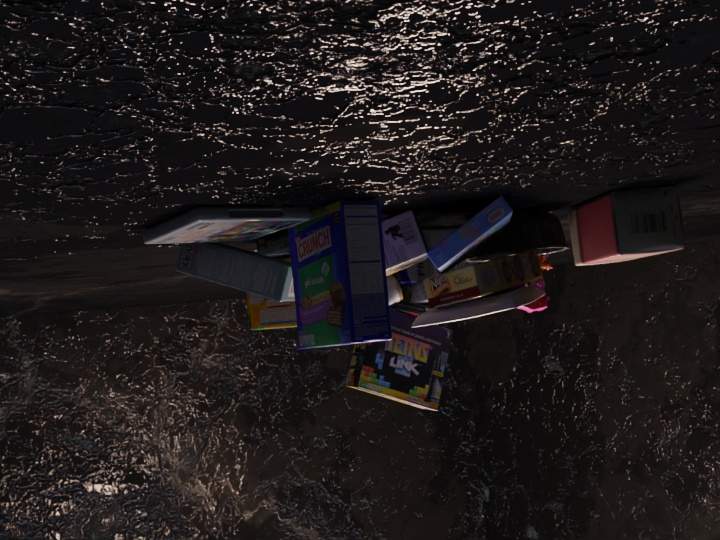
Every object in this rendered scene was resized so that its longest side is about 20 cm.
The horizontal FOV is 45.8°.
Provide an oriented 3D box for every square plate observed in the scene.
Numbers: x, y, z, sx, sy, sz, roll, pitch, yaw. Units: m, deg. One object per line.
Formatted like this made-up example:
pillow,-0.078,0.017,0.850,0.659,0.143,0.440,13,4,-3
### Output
square plate,0.210,0.060,1.507,0.195,0.029,0.199,-14,179,27

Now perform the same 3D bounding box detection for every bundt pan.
bundt pan,0.290,-0.066,1.609,0.197,0.077,0.202,-6,177,0

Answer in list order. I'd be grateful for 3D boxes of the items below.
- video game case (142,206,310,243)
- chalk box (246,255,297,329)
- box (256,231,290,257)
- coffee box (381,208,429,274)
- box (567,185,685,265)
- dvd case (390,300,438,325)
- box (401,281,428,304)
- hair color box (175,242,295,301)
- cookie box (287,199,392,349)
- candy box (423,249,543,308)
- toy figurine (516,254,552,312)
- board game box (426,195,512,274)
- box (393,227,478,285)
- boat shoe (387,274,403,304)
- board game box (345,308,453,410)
video game case,-0.199,-0.066,1.249,0.180,0.023,0.199,-3,174,-36
chalk box,-0.121,0.043,1.587,0.122,0.127,0.200,-7,176,16
box,-0.094,-0.046,1.565,0.134,0.041,0.200,-9,176,13
coffee box,0.012,-0.024,1.428,0.197,0.081,0.113,-22,174,7
box,0.470,-0.076,1.522,0.125,0.111,0.200,-6,176,-7
dvd case,0.064,0.081,1.749,0.196,0.022,0.146,11,167,8
box,0.123,0.044,1.686,0.041,0.040,0.199,-5,175,-23
hair color box,-0.194,-0.002,1.416,0.196,0.062,0.099,16,-177,18
cookie box,-0.035,0.009,1.272,0.074,0.205,0.170,-2,174,-32
candy box,0.215,0.014,1.481,0.114,0.056,0.198,-16,177,44
toy figurine,0.364,-0.006,1.806,0.147,0.188,0.200,-5,175,-12
board game box,0.184,-0.054,1.434,0.150,0.037,0.200,-38,172,5
box,0.116,-0.022,1.776,0.196,0.107,0.183,-3,175,-28
boat shoe,0.008,0.007,1.683,0.069,0.072,0.200,-29,-141,-13
board game box,0.081,0.175,1.701,0.197,0.169,0.056,19,168,-29
